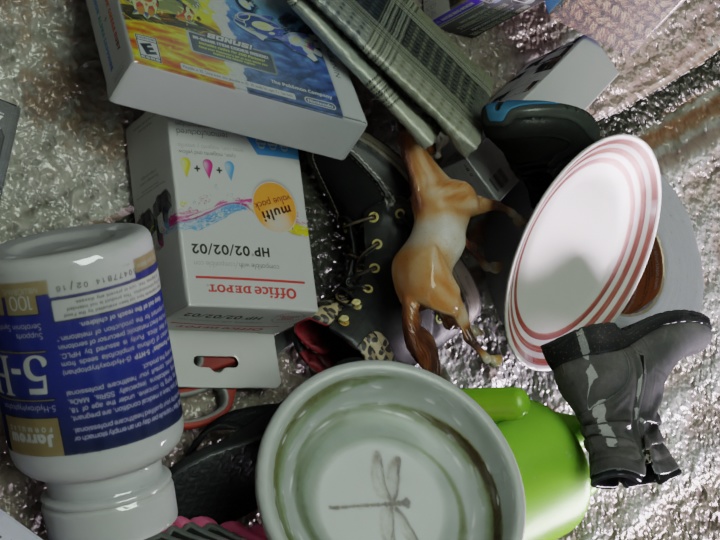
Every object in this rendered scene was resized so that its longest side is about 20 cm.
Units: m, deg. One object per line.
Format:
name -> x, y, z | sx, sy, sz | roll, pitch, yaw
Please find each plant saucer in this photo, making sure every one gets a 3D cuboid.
plant saucer -> 0.017, 0.163, 1.270 | 0.199, 0.050, 0.201 | 9, 59, -16

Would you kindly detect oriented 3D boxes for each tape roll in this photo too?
tape roll -> 0.203, -0.005, 1.549 | 0.200, 0.066, 0.201 | 10, 72, -33

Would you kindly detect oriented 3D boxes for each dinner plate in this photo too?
dinner plate -> 0.171, -0.016, 1.418 | 0.200, 0.024, 0.201 | -32, 135, -38

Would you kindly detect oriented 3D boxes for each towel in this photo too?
towel -> 0.024, -0.178, 1.421 | 0.200, 0.035, 0.193 | 42, 21, -9

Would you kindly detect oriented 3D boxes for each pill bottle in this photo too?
pill bottle -> -0.182, 0.077, 1.198 | 0.119, 0.119, 0.201 | -18, 104, -38

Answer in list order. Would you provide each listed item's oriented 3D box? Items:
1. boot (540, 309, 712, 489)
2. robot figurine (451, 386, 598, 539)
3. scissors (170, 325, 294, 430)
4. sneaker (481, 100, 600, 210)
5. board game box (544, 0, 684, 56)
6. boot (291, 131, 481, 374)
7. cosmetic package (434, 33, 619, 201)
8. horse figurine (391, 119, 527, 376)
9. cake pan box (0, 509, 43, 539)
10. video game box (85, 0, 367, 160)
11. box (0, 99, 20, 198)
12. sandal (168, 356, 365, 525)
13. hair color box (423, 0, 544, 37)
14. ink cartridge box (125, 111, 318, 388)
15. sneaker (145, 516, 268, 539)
boot -> 0.227, 0.107, 1.434 | 0.199, 0.070, 0.132 | -8, 75, -42
robot figurine -> 0.098, 0.171, 1.392 | 0.199, 0.115, 0.176 | -19, 110, -38
scissors -> -0.079, 0.072, 1.356 | 0.199, 0.014, 0.073 | -10, 76, -40
sneaker -> 0.158, -0.079, 1.423 | 0.200, 0.073, 0.082 | 24, 74, -52
board game box -> 0.227, -0.319, 1.550 | 0.097, 0.159, 0.201 | 20, 41, -30
boot -> 0.000, 0.000, 1.392 | 0.151, 0.073, 0.200 | -48, 113, -40
cosmetic package -> 0.130, -0.122, 1.518 | 0.051, 0.082, 0.200 | 52, 54, -10
horse figurine -> 0.065, -0.007, 1.371 | 0.132, 0.050, 0.201 | 37, 54, -35
cake pan box -> -0.253, 0.254, 1.157 | 0.200, 0.052, 0.185 | 42, 55, -20
video game box -> -0.106, -0.177, 1.335 | 0.199, 0.047, 0.183 | 12, 40, -33
box -> -0.335, -0.067, 1.184 | 0.199, 0.048, 0.159 | 20, 67, -31
sandal -> -0.073, 0.127, 1.312 | 0.200, 0.048, 0.076 | -30, 131, -20
hair color box -> 0.105, -0.314, 1.534 | 0.065, 0.109, 0.201 | 7, 73, -34
ink cartridge box -> -0.100, -0.018, 1.322 | 0.115, 0.068, 0.201 | 3, 72, -35
sneaker -> -0.081, 0.228, 1.275 | 0.199, 0.079, 0.096 | 9, 99, -38
